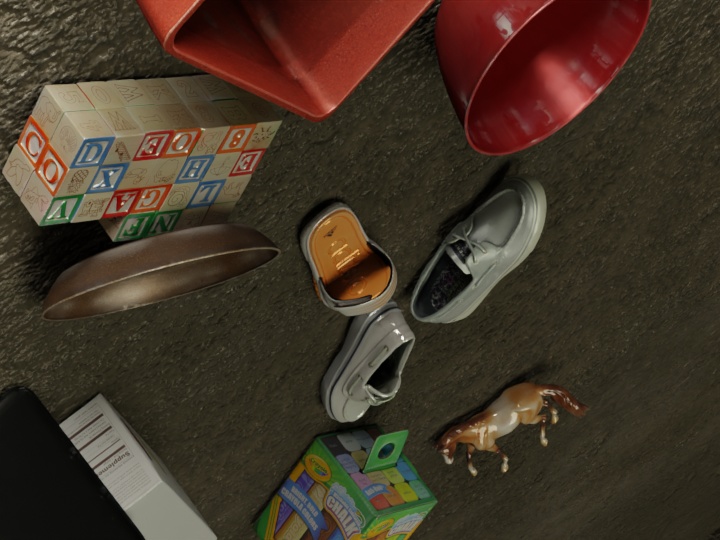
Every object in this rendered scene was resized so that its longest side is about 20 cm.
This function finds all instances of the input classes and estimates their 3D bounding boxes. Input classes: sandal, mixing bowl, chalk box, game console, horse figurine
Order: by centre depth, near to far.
[{"bbox_3d":[0.137,-0.207,1.522,0.199,0.109,0.201,-31,154,-17],"label":"mixing bowl"},{"bbox_3d":[-0.317,0.234,1.565,0.175,0.201,0.117,-28,-162,23],"label":"game console"},{"bbox_3d":[-0.007,0.005,1.727,0.079,0.059,0.207,-39,155,-2],"label":"sandal"},{"bbox_3d":[-0.006,0.265,2.077,0.124,0.124,0.201,-5,138,-51],"label":"chalk box"},{"bbox_3d":[0.191,0.198,2.316,0.199,0.050,0.133,-31,137,0],"label":"horse figurine"}]

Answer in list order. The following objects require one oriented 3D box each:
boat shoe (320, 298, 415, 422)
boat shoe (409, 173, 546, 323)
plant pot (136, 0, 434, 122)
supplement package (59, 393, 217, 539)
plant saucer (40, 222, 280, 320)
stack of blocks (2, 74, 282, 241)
[{"bbox_3d":[0.009,0.112,1.915,0.073,0.067,0.201,-26,151,-27],"label":"boat shoe"},{"bbox_3d":[0.118,-0.015,1.855,0.071,0.070,0.201,-14,147,-49],"label":"boat shoe"},{"bbox_3d":[-0.054,-0.241,1.121,0.200,0.177,0.199,-47,154,13],"label":"plant pot"},{"bbox_3d":[-0.248,0.234,1.706,0.155,0.111,0.200,-37,155,-6],"label":"supplement package"},{"bbox_3d":[-0.163,-0.001,1.450,0.198,0.032,0.200,-16,173,-2],"label":"plant saucer"},{"bbox_3d":[-0.167,-0.083,1.361,0.199,0.059,0.116,-10,142,-48],"label":"stack of blocks"}]
